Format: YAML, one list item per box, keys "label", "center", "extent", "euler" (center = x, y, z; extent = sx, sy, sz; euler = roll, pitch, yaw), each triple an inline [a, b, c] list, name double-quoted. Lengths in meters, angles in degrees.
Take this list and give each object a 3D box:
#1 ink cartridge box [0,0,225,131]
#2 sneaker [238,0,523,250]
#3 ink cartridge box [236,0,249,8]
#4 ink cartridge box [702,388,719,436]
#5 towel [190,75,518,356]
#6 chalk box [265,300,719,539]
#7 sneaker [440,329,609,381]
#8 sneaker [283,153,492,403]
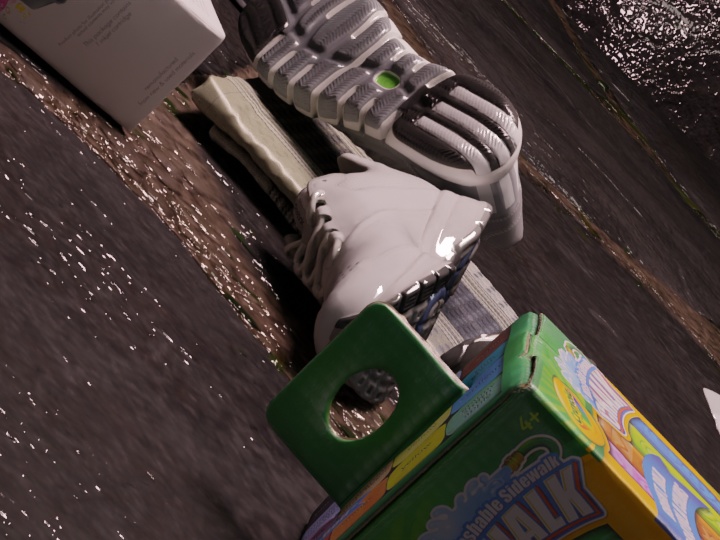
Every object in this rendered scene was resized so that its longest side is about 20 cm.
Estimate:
- label: "ink cartridge box"
  center: [-0.160, -0.166, 1.275]
  extent: [0.200, 0.067, 0.117]
  euler: [41, 14, -30]
- label: "sneaker"
  center: [0.013, -0.067, 1.460]
  extent: [0.200, 0.075, 0.116]
  euler: [40, -22, 40]
- label: "ink cartridge box"
  center: [-0.021, -0.140, 1.747]
  extent: [0.200, 0.039, 0.099]
  euler: [49, 12, 18]
- label: "ink cartridge box"
  center: [0.214, 0.160, 1.233]
  extent: [0.160, 0.047, 0.200]
  euler: [27, 32, -30]
- label: "towel"
  center: [-0.002, -0.022, 1.468]
  extent: [0.200, 0.035, 0.193]
  euler: [51, 15, 7]
- label: "chalk box"
  center: [0.054, 0.103, 1.007]
  extent: [0.200, 0.125, 0.124]
  euler: [45, 12, -4]
- label: "sneaker"
  center: [0.109, 0.103, 1.325]
  extent: [0.200, 0.074, 0.079]
  euler: [43, 18, -21]
- label: "sneaker"
  center: [0.000, 0.000, 1.304]
  extent: [0.087, 0.075, 0.200]
  euler: [29, 18, 1]
